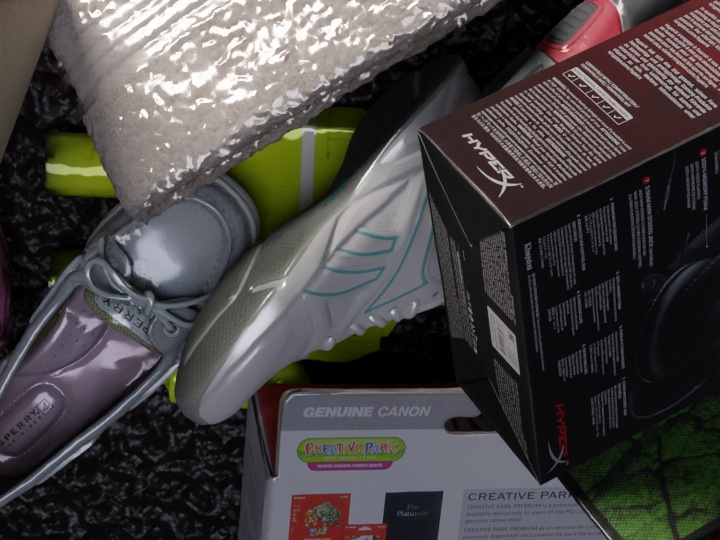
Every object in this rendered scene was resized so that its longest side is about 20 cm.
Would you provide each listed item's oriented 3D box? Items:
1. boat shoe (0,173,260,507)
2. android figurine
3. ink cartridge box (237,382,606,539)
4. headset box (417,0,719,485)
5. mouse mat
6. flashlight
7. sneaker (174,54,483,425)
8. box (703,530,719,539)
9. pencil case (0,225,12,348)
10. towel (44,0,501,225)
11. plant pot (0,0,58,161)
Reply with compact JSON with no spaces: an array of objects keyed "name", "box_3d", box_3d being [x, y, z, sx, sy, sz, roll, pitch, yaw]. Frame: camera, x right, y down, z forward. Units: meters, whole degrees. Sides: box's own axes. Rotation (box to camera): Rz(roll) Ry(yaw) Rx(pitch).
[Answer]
[{"name":"boat shoe","box_3d":[-0.121,0.035,0.839,0.074,0.065,0.202,42,110,-14]},{"name":"android figurine","box_3d":[-0.052,-0.017,0.867,0.198,0.041,0.184,5,114,1]},{"name":"ink cartridge box","box_3d":[0.045,0.111,0.876,0.198,0.084,0.177,1,118,-12]},{"name":"headset box","box_3d":[0.133,-0.024,0.743,0.199,0.077,0.150,-27,136,-15]},{"name":"mouse mat","box_3d":[0.160,0.032,0.794,0.199,0.161,0.008,-26,136,-14]},{"name":"flashlight","box_3d":[0.146,-0.119,0.782,0.200,0.068,0.068,-41,73,-2]},{"name":"sneaker","box_3d":[0.000,0.000,0.800,0.200,0.070,0.080,-47,112,-9]},{"name":"box","box_3d":[0.244,0.113,0.866,0.126,0.109,0.202,7,122,2]},{"name":"pencil case","box_3d":[-0.264,0.011,0.862,0.198,0.087,0.084,-9,79,5]},{"name":"towel","box_3d":[-0.047,-0.123,0.783,0.199,0.034,0.133,-32,72,13]},{"name":"plant pot","box_3d":[-0.263,-0.068,0.726,0.198,0.177,0.201,22,95,2]}]
